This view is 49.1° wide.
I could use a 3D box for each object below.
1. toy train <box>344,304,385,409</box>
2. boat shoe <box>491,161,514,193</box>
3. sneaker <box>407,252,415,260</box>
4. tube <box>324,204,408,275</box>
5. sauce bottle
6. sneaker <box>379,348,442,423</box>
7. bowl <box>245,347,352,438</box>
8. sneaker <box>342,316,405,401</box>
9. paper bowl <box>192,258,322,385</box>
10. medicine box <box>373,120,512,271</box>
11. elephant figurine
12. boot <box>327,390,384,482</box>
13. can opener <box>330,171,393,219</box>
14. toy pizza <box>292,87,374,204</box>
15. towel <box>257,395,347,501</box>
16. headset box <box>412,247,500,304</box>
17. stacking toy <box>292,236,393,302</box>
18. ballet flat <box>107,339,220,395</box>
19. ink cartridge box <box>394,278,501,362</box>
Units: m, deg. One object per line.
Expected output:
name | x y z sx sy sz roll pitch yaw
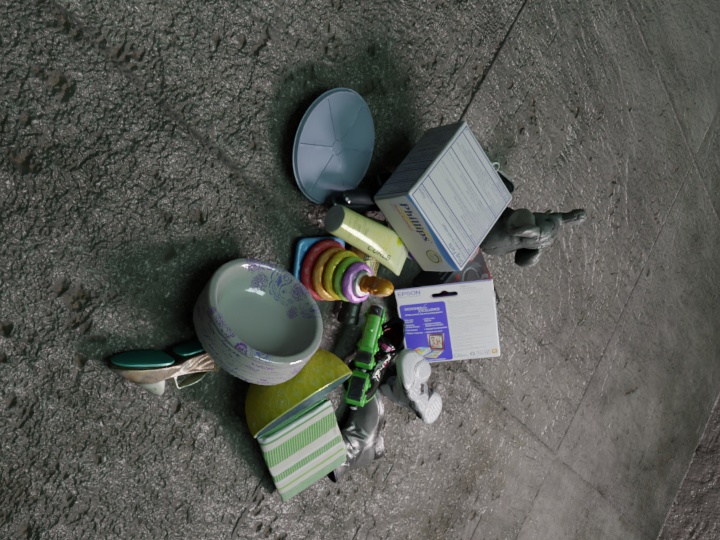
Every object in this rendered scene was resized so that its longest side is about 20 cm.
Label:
toy train | 0.009 0.152 1.437 0.057 0.041 0.202 88 15 -68
boat shoe | 0.254 -0.199 1.647 0.198 0.068 0.074 26 84 -46
sneaker | 0.129 -0.114 1.536 0.080 0.088 0.203 -7 109 -45
tube | 0.021 -0.058 1.394 0.058 0.052 0.199 -35 140 27
sauce bottle | 0.000 0.000 1.460 0.064 0.064 0.203 8 98 -46
sneaker | 0.087 0.220 1.576 0.075 0.114 0.201 -47 134 -24
bowl | -0.124 0.186 1.348 0.199 0.200 0.108 -25 77 -37
sneaker | 0.027 0.164 1.506 0.201 0.076 0.084 -59 174 -35
paper bowl | -0.167 0.089 1.245 0.199 0.202 0.105 -4 145 -44
medicine box | 0.152 -0.132 1.423 0.201 0.102 0.183 -51 118 -26
elephant figurine | 0.354 -0.083 1.689 0.141 0.199 0.157 12 95 -46
boot | -0.021 0.310 1.539 0.131 0.069 0.203 -19 111 -33
can opener | 0.013 -0.128 1.424 0.199 0.063 0.079 -16 73 -51
toy pizza | -0.050 -0.214 1.360 0.199 0.032 0.203 -26 126 -41
towel | -0.100 0.323 1.422 0.152 0.023 0.201 -30 139 -17
headset box | 0.203 0.038 1.666 0.149 0.077 0.201 -47 132 -24
stacking toy | -0.017 0.013 1.349 0.115 0.199 0.111 -6 107 -44
ballet flat | -0.294 0.154 1.214 0.198 0.068 0.068 -7 111 -42
ink cartridge box | 0.177 0.095 1.580 0.044 0.195 0.202 -84 165 -53
